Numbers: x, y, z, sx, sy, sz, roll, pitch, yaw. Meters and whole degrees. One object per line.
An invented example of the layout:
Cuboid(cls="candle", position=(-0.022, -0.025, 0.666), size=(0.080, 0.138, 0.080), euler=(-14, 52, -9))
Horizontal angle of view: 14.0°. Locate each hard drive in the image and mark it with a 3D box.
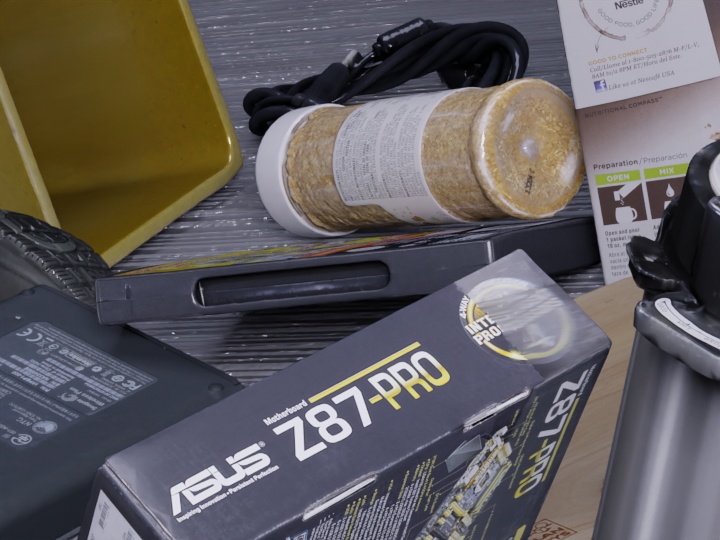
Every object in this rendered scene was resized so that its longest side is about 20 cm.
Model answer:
Cuboid(cls="hard drive", position=(-0.165, 0.073, 1.229), size=(0.139, 0.033, 0.200), euler=(24, 36, 37))

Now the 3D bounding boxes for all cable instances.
Cuboid(cls="cable", position=(0.015, -0.104, 1.686), size=(0.162, 0.051, 0.200), euler=(-14, 18, -6))

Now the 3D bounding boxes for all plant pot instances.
Cuboid(cls="plant pot", position=(-0.218, -0.094, 1.597), size=(0.199, 0.195, 0.195), euler=(-12, 15, 30))

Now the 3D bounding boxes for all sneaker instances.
Cuboid(cls="sneaker", position=(-0.202, 0.005, 1.460), size=(0.199, 0.091, 0.076), euler=(25, 7, 30))

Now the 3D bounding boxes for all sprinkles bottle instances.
Cuboid(cls="sprinkles bottle", position=(0.027, -0.054, 1.442), size=(0.068, 0.069, 0.200), euler=(-23, 11, -32))

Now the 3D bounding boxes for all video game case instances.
Cuboid(cls="video game case", position=(0.000, 0.000, 1.327), size=(0.180, 0.026, 0.200), euler=(-5, 2, 18))

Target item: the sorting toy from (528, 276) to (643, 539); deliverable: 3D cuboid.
Cuboid(cls="sorting toy", position=(0.086, 0.080, 1.041), size=(0.199, 0.070, 0.199), euler=(-21, 20, -27))

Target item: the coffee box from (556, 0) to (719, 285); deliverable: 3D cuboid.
Cuboid(cls="coffee box", position=(0.140, -0.107, 1.366), size=(0.079, 0.201, 0.113), euler=(-8, 18, 12))

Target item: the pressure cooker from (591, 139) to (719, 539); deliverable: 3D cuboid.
Cuboid(cls="pressure cooker", position=(0.158, 0.042, 0.836), size=(0.178, 0.201, 0.176), euler=(13, 19, 8))

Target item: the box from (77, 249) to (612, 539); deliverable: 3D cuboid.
Cuboid(cls="box", position=(-0.020, 0.101, 0.856), size=(0.161, 0.200, 0.049), euler=(-24, 58, -34))
